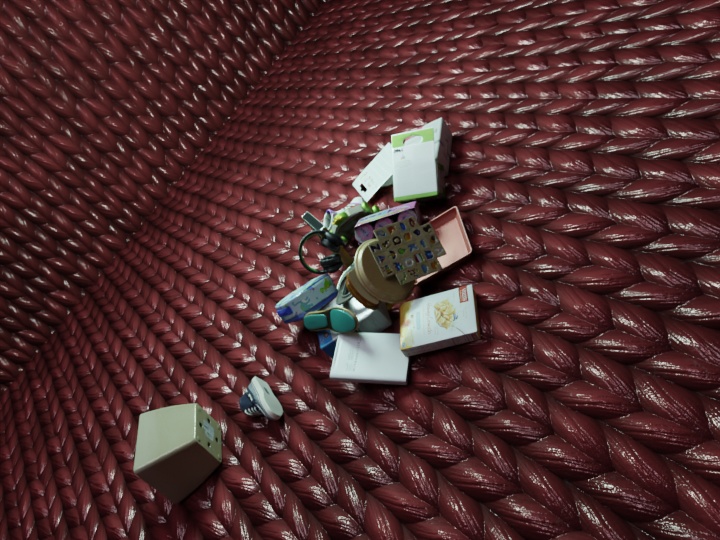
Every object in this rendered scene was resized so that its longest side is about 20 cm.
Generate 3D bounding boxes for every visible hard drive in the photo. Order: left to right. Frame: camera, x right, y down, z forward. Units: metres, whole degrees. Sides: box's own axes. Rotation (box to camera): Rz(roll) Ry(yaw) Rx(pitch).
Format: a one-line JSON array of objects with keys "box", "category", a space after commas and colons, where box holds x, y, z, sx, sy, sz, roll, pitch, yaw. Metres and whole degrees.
[{"box": [0.029, 0.220, 1.437, 0.195, 0.027, 0.134, 0, 52, 17], "category": "hard drive"}]

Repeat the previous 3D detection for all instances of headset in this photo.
[{"box": [-0.080, -0.049, 1.625, 0.094, 0.195, 0.127, -129, 42, -77], "category": "headset"}]

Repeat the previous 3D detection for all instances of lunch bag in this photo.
[{"box": [-0.163, 0.089, 1.687, 0.159, 0.084, 0.199, -33, 4, -28], "category": "lunch bag"}]

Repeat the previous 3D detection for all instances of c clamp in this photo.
[{"box": [0.000, 0.014, 1.582, 0.169, 0.027, 0.201, -29, 23, 28], "category": "c clamp"}]

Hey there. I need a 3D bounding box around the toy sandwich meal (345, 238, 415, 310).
[{"box": [0.054, 0.014, 1.494, 0.070, 0.202, 0.209, -45, 25, 50], "category": "toy sandwich meal"}]

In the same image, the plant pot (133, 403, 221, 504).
[{"box": [-0.508, 0.505, 1.633, 0.174, 0.201, 0.202, -26, 38, 6], "category": "plant pot"}]

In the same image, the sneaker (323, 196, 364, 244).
[{"box": [-0.056, -0.188, 1.898, 0.072, 0.114, 0.203, -3, 52, 44], "category": "sneaker"}]

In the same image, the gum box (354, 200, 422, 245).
[{"box": [0.080, -0.138, 1.680, 0.196, 0.068, 0.114, -16, 13, 14], "category": "gum box"}]

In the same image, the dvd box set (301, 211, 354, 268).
[{"box": [-0.091, -0.085, 1.759, 0.029, 0.201, 0.146, -43, 36, -4], "category": "dvd box set"}]

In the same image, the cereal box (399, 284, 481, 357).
[{"box": [0.192, 0.123, 1.398, 0.196, 0.040, 0.146, -18, 44, 21], "category": "cereal box"}]

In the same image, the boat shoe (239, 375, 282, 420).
[{"box": [-0.287, 0.391, 1.621, 0.093, 0.074, 0.200, -53, 29, 1], "category": "boat shoe"}]

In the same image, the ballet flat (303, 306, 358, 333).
[{"box": [-0.068, 0.127, 1.510, 0.197, 0.062, 0.070, -2, 98, 41], "category": "ballet flat"}]

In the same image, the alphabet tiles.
[{"box": [0.124, -0.055, 1.491, 0.196, 0.006, 0.169, -20, 70, -22], "category": "alphabet tiles"}]

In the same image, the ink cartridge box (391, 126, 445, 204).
[{"box": [0.175, -0.313, 1.717, 0.145, 0.075, 0.206, -5, 86, 28], "category": "ink cartridge box"}]

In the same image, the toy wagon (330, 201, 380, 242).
[{"box": [-0.029, -0.156, 1.778, 0.154, 0.199, 0.040, -39, 68, 22], "category": "toy wagon"}]

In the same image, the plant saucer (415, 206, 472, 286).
[{"box": [0.210, -0.059, 1.578, 0.197, 0.037, 0.202, -31, 40, 20], "category": "plant saucer"}]

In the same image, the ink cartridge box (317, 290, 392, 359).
[{"box": [-0.023, 0.134, 1.581, 0.198, 0.084, 0.146, -36, 37, 14], "category": "ink cartridge box"}]

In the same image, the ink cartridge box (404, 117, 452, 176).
[{"box": [0.212, -0.377, 1.836, 0.144, 0.083, 0.203, -16, 45, 33], "category": "ink cartridge box"}]

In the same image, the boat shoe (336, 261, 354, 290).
[{"box": [0.000, 0.000, 1.707, 0.074, 0.062, 0.202, 8, 59, 50], "category": "boat shoe"}]

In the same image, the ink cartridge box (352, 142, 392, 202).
[{"box": [0.075, -0.332, 1.973, 0.201, 0.050, 0.163, -49, 36, 10], "category": "ink cartridge box"}]
